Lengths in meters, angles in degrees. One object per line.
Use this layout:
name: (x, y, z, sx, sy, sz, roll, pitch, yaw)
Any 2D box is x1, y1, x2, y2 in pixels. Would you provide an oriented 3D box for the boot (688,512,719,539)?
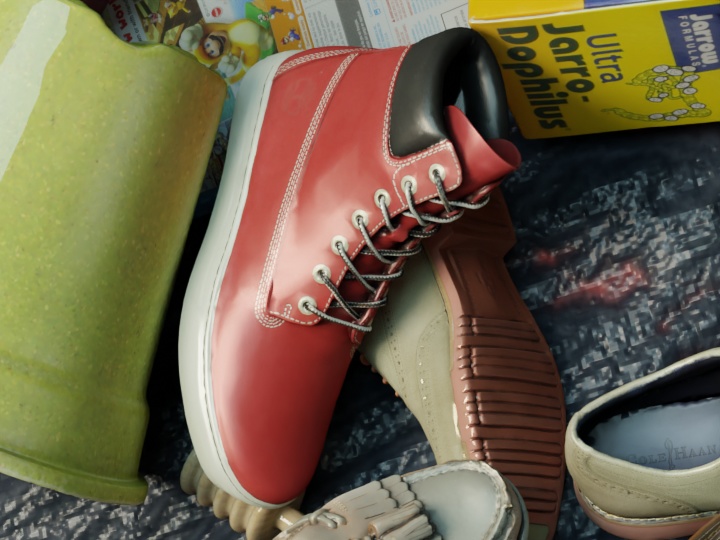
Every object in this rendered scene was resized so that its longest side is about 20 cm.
boot: (0.164, 0.133, 0.760, 0.074, 0.097, 0.201, 20, 110, -15)

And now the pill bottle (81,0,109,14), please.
pill bottle: (-0.179, -0.139, 0.980, 0.109, 0.109, 0.201, 34, 94, 25)

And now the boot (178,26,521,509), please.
boot: (0.000, 0.000, 0.844, 0.144, 0.072, 0.202, -2, 77, 46)

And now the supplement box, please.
supplement box: (0.113, -0.175, 0.901, 0.108, 0.109, 0.202, -5, 65, 17)

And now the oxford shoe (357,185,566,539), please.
oxford shoe: (0.037, 0.037, 0.895, 0.073, 0.070, 0.202, -27, 62, 34)

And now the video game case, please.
video game case: (-0.031, -0.116, 0.987, 0.198, 0.018, 0.144, -21, 67, 11)

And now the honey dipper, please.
honey dipper: (0.006, 0.137, 0.881, 0.199, 0.038, 0.038, 35, 85, 21)

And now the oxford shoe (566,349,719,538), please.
oxford shoe: (0.179, 0.059, 0.815, 0.198, 0.074, 0.071, -18, 63, 9)

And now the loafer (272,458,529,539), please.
loafer: (-0.024, 0.135, 0.794, 0.199, 0.063, 0.072, -33, 57, -2)

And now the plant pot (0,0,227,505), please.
plant pot: (-0.149, -0.023, 0.879, 0.199, 0.200, 0.186, 23, 88, 24)
